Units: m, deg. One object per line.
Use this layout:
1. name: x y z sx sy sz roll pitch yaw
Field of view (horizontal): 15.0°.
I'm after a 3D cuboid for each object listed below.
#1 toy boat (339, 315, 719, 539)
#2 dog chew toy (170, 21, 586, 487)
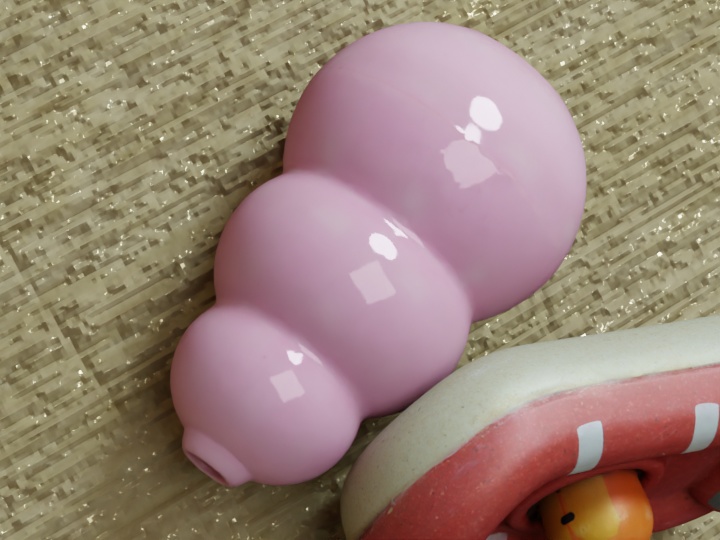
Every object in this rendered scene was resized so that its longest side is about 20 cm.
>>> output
1. toy boat: 0.093 0.103 1.085 0.199 0.131 0.131 -8 66 -25
2. dog chew toy: 0.000 0.000 1.080 0.124 0.124 0.200 41 76 -13
